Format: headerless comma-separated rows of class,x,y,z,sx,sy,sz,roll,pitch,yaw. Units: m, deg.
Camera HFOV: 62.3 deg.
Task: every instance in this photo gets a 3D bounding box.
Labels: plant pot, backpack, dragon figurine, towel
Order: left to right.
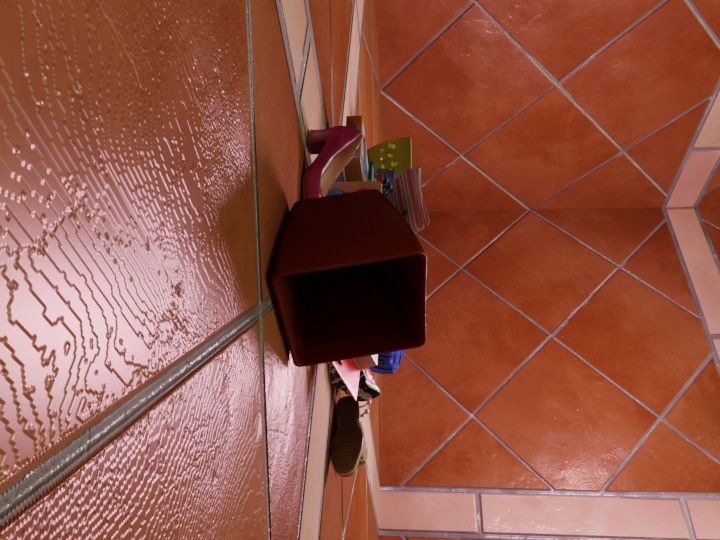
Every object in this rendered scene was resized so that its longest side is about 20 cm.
plant pot,-0.020,-0.003,0.865,0.201,0.197,0.178,84,-4,-47
dragon figurine,0.040,-0.119,1.368,0.201,0.099,0.059,-53,-168,37
backpack,0.056,0.219,1.813,0.168,0.160,0.202,-64,167,-58
plant pot,0.072,-0.277,1.854,0.200,0.179,0.202,76,14,-67
towel,0.097,-0.141,1.426,0.200,0.030,0.149,-35,-120,59

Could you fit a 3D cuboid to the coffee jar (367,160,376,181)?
coffee jar,-0.003,-0.166,1.493,0.104,0.084,0.203,141,-49,-76

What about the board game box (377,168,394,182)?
board game box,0.029,-0.174,1.629,0.035,0.133,0.203,-77,166,-67

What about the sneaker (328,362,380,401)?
sneaker,-0.022,0.223,1.326,0.201,0.076,0.086,59,10,-50

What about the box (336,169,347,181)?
box,-0.045,-0.195,1.326,0.202,0.039,0.138,84,6,-47

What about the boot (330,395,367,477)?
boot,-0.022,0.408,1.343,0.201,0.072,0.157,-93,176,-54

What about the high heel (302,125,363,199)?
high heel,-0.045,-0.159,1.012,0.068,0.094,0.202,81,10,-59

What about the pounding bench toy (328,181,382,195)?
pounding bench toy,-0.016,-0.058,1.171,0.156,0.122,0.203,66,25,-77

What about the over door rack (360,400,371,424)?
over door rack,-0.004,0.325,1.594,0.148,0.066,0.203,-61,150,-81

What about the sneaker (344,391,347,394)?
sneaker,-0.009,0.200,1.443,0.077,0.084,0.203,79,12,-63

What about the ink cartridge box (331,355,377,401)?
ink cartridge box,-0.027,0.109,1.110,0.174,0.043,0.201,-83,149,-58

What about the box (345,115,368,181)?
box,-0.006,-0.230,1.326,0.201,0.041,0.121,76,14,-61
